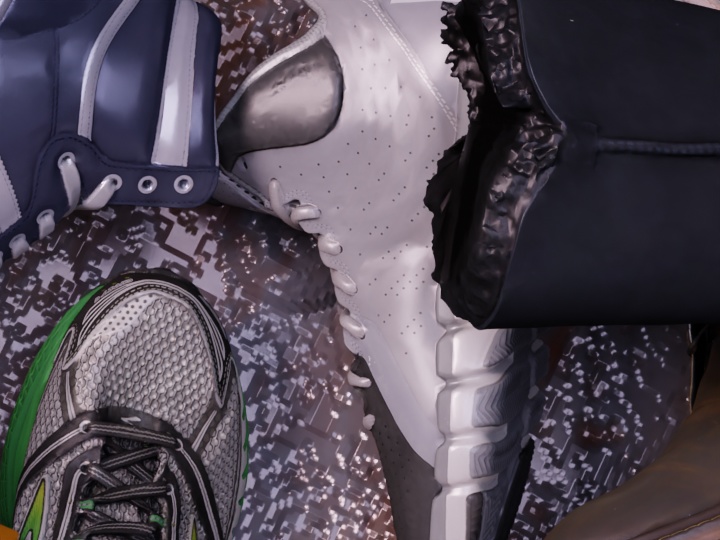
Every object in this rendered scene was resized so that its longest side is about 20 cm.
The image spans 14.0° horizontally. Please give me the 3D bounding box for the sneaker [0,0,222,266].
[{"bbox_3d":[-0.117,-0.016,0.902,0.108,0.070,0.200,30,89,-27],"label":"sneaker"}]

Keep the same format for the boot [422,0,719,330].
[{"bbox_3d":[0.102,0.012,0.861,0.168,0.076,0.200,0,85,-21],"label":"boot"}]

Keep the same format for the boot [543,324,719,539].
[{"bbox_3d":[0.118,0.035,0.952,0.200,0.075,0.097,-26,82,-27],"label":"boot"}]

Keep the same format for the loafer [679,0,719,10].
[{"bbox_3d":[0.088,-0.083,0.944,0.200,0.072,0.063,22,66,6],"label":"loafer"}]

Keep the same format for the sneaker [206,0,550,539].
[{"bbox_3d":[0.000,0.000,0.937,0.115,0.075,0.200,7,96,16],"label":"sneaker"}]

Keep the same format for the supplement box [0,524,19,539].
[{"bbox_3d":[-0.197,0.138,0.830,0.126,0.074,0.200,29,91,-7],"label":"supplement box"}]

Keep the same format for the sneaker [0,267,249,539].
[{"bbox_3d":[-0.072,0.096,0.885,0.078,0.085,0.200,10,78,-11],"label":"sneaker"}]
